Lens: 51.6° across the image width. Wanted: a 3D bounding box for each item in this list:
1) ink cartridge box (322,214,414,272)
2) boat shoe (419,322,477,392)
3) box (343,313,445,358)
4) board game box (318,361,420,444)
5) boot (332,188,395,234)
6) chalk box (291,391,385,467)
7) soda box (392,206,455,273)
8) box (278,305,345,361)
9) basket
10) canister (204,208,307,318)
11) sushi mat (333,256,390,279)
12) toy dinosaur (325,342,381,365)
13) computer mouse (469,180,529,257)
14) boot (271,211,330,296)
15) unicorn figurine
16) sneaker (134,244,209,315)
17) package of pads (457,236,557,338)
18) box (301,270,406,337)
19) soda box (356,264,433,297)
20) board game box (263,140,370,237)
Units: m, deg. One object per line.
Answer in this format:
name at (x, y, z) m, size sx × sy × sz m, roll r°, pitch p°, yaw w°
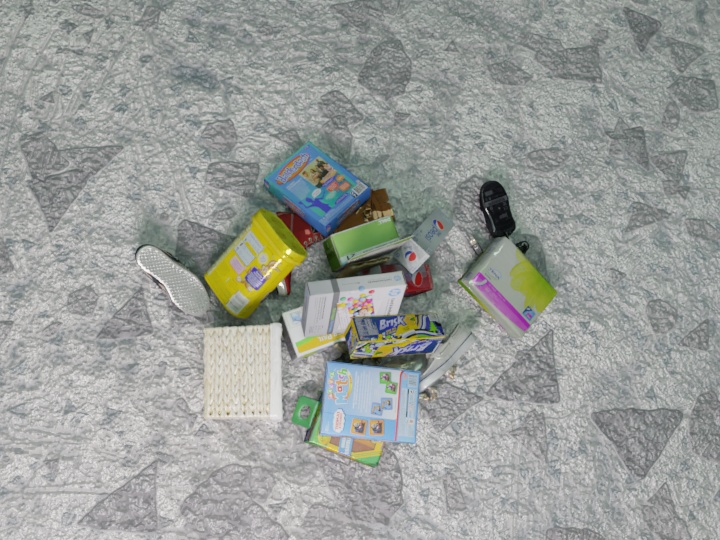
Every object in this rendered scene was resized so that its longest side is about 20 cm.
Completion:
ink cartridge box at (0.014, -0.065, 1.590) m, size 0.148 × 0.200 × 0.076 m, roll -19°, pitch 86°, yaw -15°
boat shoe at (0.178, 0.189, 1.648) m, size 0.066 × 0.072 × 0.200 m, roll 45°, pitch 63°, yaw 8°
box at (0.072, 0.138, 1.577) m, size 0.200 × 0.070 × 0.064 m, roll -1°, pitch 53°, yaw -21°
board game box at (0.020, 0.276, 1.550) m, size 0.200 × 0.037 × 0.152 m, roll 8°, pitch 74°, yaw -9°
boot at (0.007, -0.099, 1.731) m, size 0.154 × 0.074 × 0.200 m, roll -9°, pitch 77°, yaw -8°
chalk box at (-0.046, 0.331, 1.606) m, size 0.200 × 0.124 × 0.125 m, roll 21°, pitch 74°, yaw -5°
soda box at (0.148, -0.071, 1.701) m, size 0.063 × 0.068 × 0.200 m, roll 43°, pitch 34°, yaw 1°
box at (-0.070, 0.118, 1.655) m, size 0.200 × 0.112 × 0.101 m, roll -19°, pitch 82°, yaw -15°
basket at (-0.241, 0.220, 1.561) m, size 0.161 × 0.198 × 0.200 m, roll -2°, pitch 79°, yaw -6°
canister at (-0.231, -0.013, 1.615) m, size 0.200 × 0.087 × 0.149 m, roll -46°, pitch 65°, yaw 14°
sushi mat at (0.000, 0.000, 1.646) m, size 0.096 × 0.200 × 0.012 m, roll -13°, pitch 83°, yaw -14°
toy dinosaur at (-0.031, 0.189, 1.643) m, size 0.088 × 0.200 × 0.047 m, roll -38°, pitch 62°, yaw 19°
computer mouse at (0.313, -0.108, 1.809) m, size 0.140 × 0.046 × 0.200 m, roll -26°, pitch 94°, yaw -18°
boot at (-0.136, -0.041, 1.701) m, size 0.144 × 0.072 × 0.200 m, roll -2°, pitch 75°, yaw -12°
unicorn figurine at (0.133, 0.228, 1.695) m, size 0.137 × 0.074 × 0.200 m, roll 46°, pitch 58°, yaw 2°
sneaker at (-0.413, 0.015, 1.640) m, size 0.078 × 0.079 × 0.200 m, roll -44°, pitch 113°, yaw -10°
package of pads at (0.350, 0.037, 1.752) m, size 0.200 × 0.068 × 0.155 m, roll 45°, pitch 75°, yaw -11°
box at (-0.017, 0.071, 1.536) m, size 0.200 × 0.156 × 0.041 m, roll -7°, pitch 55°, yaw -15°
soda box at (0.081, 0.025, 1.667) m, size 0.200 × 0.070 × 0.064 m, roll -1°, pitch 73°, yaw -52°
board game box at (-0.100, -0.190, 1.714) m, size 0.200 × 0.045 × 0.152 m, roll 40°, pitch 69°, yaw 19°
